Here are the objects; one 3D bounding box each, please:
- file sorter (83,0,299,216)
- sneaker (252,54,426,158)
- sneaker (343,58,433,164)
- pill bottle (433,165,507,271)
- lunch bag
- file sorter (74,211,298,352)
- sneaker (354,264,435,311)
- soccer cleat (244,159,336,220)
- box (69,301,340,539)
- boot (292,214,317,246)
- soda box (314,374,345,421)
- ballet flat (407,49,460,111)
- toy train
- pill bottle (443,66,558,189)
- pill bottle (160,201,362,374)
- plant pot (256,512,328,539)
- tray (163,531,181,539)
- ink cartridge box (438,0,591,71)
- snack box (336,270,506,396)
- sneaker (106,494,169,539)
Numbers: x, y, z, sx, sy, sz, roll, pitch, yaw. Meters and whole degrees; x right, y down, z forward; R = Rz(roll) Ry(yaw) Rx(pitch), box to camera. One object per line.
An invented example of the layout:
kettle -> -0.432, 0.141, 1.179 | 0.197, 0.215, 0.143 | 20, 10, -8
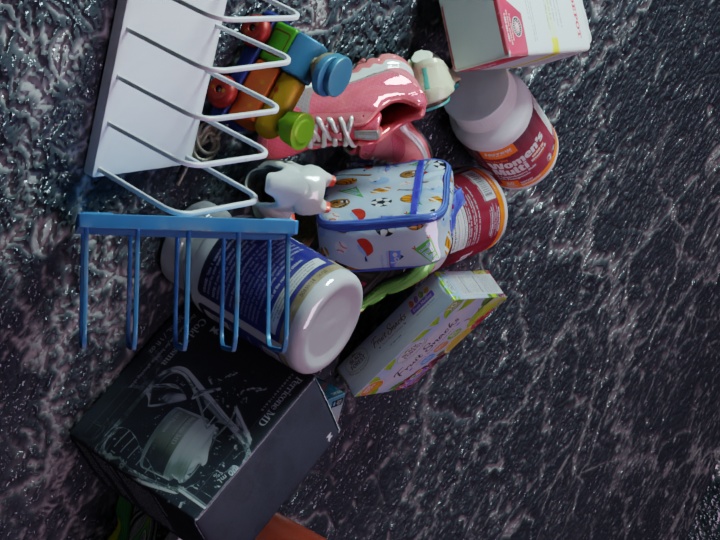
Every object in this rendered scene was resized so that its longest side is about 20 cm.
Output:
file sorter -> -0.153, -0.170, 1.466 | 0.138, 0.124, 0.202 | -14, 125, -53
sneaker -> -0.019, -0.165, 1.660 | 0.198, 0.087, 0.074 | -25, 137, -14
sneaker -> 0.017, -0.158, 1.811 | 0.087, 0.074, 0.201 | -44, 140, -9
pill bottle -> 0.088, -0.058, 1.943 | 0.199, 0.112, 0.114 | -21, 131, -48
lunch bag -> 0.035, -0.067, 1.727 | 0.200, 0.158, 0.076 | -76, 158, -65
file sorter -> -0.167, 0.013, 1.450 | 0.139, 0.197, 0.125 | 171, -80, -78
sneaker -> 0.000, 0.000, 1.843 | 0.199, 0.084, 0.077 | -29, -172, 21
soccer cleat -> -0.088, -0.085, 1.599 | 0.077, 0.200, 0.070 | 11, 86, -19
box -> -0.164, 0.173, 1.656 | 0.200, 0.195, 0.124 | -50, 148, -21
boot -> -0.097, 0.034, 1.788 | 0.175, 0.066, 0.201 | -45, 149, -21
soda box -> -0.106, 0.186, 1.888 | 0.199, 0.063, 0.069 | -16, 127, -53
ballet flat -> 0.080, -0.226, 1.809 | 0.200, 0.069, 0.070 | -86, -160, -82
toy train -> -0.096, -0.152, 1.575 | 0.202, 0.115, 0.085 | -61, 149, -1
pill bottle -> 0.176, -0.189, 1.976 | 0.110, 0.109, 0.200 | -59, 150, -5
pill bottle -> -0.105, 0.013, 1.609 | 0.116, 0.199, 0.117 | -42, 149, -33
plant pot -> -0.102, 0.396, 1.934 | 0.200, 0.194, 0.203 | -36, 142, -36
tray -> -0.184, 0.288, 1.737 | 0.200, 0.022, 0.108 | -54, 159, -45
ink cartridge box -> 0.180, -0.317, 1.843 | 0.199, 0.083, 0.147 | -13, 90, -53
snack box -> 0.080, 0.081, 2.025 | 0.200, 0.053, 0.142 | -46, 156, 26
sneaker -> -0.233, 0.296, 1.759 | 0.078, 0.085, 0.202 | 2, 111, -57
